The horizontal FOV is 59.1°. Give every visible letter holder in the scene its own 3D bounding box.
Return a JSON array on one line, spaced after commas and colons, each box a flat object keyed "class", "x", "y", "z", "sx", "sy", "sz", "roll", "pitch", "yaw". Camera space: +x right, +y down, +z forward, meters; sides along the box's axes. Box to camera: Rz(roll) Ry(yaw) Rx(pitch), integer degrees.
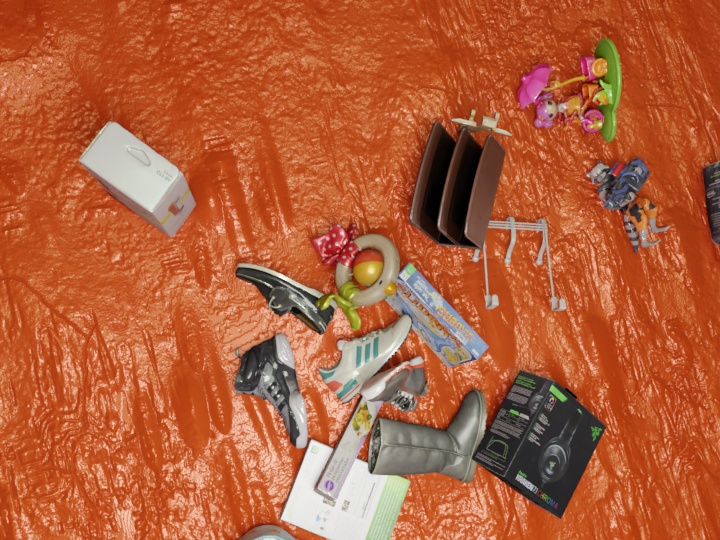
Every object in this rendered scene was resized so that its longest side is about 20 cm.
[{"class": "letter holder", "x": 0.178, "y": -0.160, "z": 1.174, "sx": 0.099, "sy": 0.142, "sz": 0.203, "roll": 8, "pitch": 77, "yaw": 37}]

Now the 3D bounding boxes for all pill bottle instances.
[{"class": "pill bottle", "x": 0.765, "y": -0.119, "z": 1.294, "sx": 0.104, "sy": 0.106, "sz": 0.204, "roll": -1, "pitch": 82, "yaw": -9}]

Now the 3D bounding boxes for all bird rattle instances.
[{"class": "bird rattle", "x": 0.000, "y": 0.000, "z": 1.120, "sx": 0.161, "sy": 0.113, "sz": 0.203, "roll": -16, "pitch": 51, "yaw": 28}]

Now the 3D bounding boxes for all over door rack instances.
[{"class": "over door rack", "x": 0.294, "y": -0.009, "z": 1.214, "sx": 0.145, "sy": 0.067, "sz": 0.203, "roll": 2, "pitch": 61, "yaw": -8}]

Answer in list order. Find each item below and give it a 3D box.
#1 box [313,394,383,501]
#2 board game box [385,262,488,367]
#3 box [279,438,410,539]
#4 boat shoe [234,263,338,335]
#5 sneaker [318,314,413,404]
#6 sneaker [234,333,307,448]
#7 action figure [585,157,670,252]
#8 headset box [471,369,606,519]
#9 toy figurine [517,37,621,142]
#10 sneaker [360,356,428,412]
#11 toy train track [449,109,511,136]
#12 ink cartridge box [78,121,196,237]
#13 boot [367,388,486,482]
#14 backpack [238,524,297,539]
[{"class": "box", "x": -0.018, "y": 0.300, "z": 1.112, "sx": 0.038, "sy": 0.042, "sz": 0.202, "roll": 30, "pitch": 62, "yaw": -1}, {"class": "board game box", "x": 0.126, "y": 0.085, "z": 1.146, "sx": 0.200, "sy": 0.135, "sz": 0.034, "roll": 47, "pitch": 69, "yaw": 1}, {"class": "box", "x": -0.026, "y": 0.404, "z": 1.126, "sx": 0.197, "sy": 0.036, "sz": 0.146, "roll": 24, "pitch": 78, "yaw": -3}, {"class": "boat shoe", "x": -0.140, "y": 0.047, "z": 1.143, "sx": 0.198, "sy": 0.072, "sz": 0.068, "roll": 28, "pitch": 74, "yaw": -6}, {"class": "sneaker", "x": 0.007, "y": 0.140, "z": 1.145, "sx": 0.093, "sy": 0.070, "sz": 0.200, "roll": 42, "pitch": 89, "yaw": 4}, {"class": "sneaker", "x": -0.160, "y": 0.219, "z": 1.115, "sx": 0.112, "sy": 0.076, "sz": 0.203, "roll": -13, "pitch": 78, "yaw": -10}, {"class": "action figure", "x": 0.518, "y": -0.128, "z": 1.261, "sx": 0.199, "sy": 0.105, "sz": 0.195, "roll": -32, "pitch": 82, "yaw": -37}, {"class": "headset box", "x": 0.326, "y": 0.303, "z": 1.139, "sx": 0.174, "sy": 0.092, "sz": 0.202, "roll": 39, "pitch": 76, "yaw": -25}, {"class": "toy figurine", "x": 0.410, "y": -0.348, "z": 1.283, "sx": 0.181, "sy": 0.150, "sz": 0.203, "roll": -8, "pitch": 107, "yaw": 4}, {"class": "sneaker", "x": 0.073, "y": 0.205, "z": 1.096, "sx": 0.076, "sy": 0.199, "sz": 0.083, "roll": -29, "pitch": 79, "yaw": 29}, {"class": "toy train track", "x": 0.216, "y": -0.277, "z": 1.184, "sx": 0.113, "sy": 0.200, "sz": 0.033, "roll": 13, "pitch": 98, "yaw": -6}, {"class": "ink cartridge box", "x": -0.368, "y": -0.146, "z": 1.072, "sx": 0.144, "sy": 0.200, "sz": 0.084, "roll": 35, "pitch": 78, "yaw": -2}, {"class": "boot", "x": 0.120, "y": 0.288, "z": 1.141, "sx": 0.197, "sy": 0.073, "sz": 0.185, "roll": 14, "pitch": 79, "yaw": -9}, {"class": "backpack", "x": -0.142, "y": 0.528, "z": 1.032, "sx": 0.200, "sy": 0.153, "sz": 0.176, "roll": 45, "pitch": 83, "yaw": 7}]
